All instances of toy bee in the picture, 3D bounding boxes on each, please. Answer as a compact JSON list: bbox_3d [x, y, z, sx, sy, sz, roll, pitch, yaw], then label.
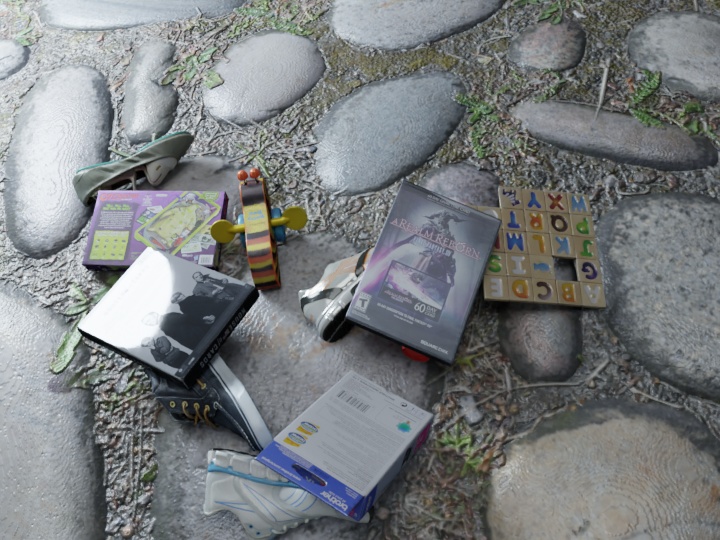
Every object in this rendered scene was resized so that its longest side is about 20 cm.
[{"bbox_3d":[-0.151,-0.080,0.985,0.129,0.110,0.202,-28,57,-11],"label":"toy bee"}]

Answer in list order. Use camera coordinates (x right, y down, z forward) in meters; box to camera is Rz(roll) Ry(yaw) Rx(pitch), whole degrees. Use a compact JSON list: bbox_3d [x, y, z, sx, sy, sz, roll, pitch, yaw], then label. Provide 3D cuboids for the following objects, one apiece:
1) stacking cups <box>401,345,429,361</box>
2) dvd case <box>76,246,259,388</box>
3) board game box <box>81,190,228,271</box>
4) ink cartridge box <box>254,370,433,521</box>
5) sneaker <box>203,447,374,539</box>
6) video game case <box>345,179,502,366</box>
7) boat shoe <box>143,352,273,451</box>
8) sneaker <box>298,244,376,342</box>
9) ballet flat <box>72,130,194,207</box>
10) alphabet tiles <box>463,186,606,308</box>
[{"bbox_3d":[0.095,0.017,0.917,0.059,0.061,0.203,14,59,16],"label":"stacking cups"},{"bbox_3d":[-0.245,0.052,0.899,0.196,0.025,0.151,17,56,30],"label":"dvd case"},{"bbox_3d":[-0.294,-0.057,1.021,0.194,0.032,0.123,1,70,7],"label":"board game box"},{"bbox_3d":[-0.013,0.189,0.766,0.117,0.043,0.199,25,27,21],"label":"ink cartridge box"},{"bbox_3d":[-0.082,0.259,0.776,0.194,0.075,0.089,10,78,12],"label":"sneaker"},{"bbox_3d":[0.081,-0.001,0.882,0.140,0.019,0.204,22,70,5],"label":"video game case"},{"bbox_3d":[-0.183,0.162,0.849,0.090,0.072,0.200,-35,52,-16],"label":"boat shoe"},{"bbox_3d":[0.000,0.000,0.933,0.199,0.075,0.080,-40,58,-20],"label":"sneaker"},{"bbox_3d":[-0.342,-0.151,1.094,0.196,0.067,0.065,-22,83,-8],"label":"ballet flat"},{"bbox_3d":[0.219,-0.035,0.930,0.194,0.008,0.171,4,63,-7],"label":"alphabet tiles"}]
